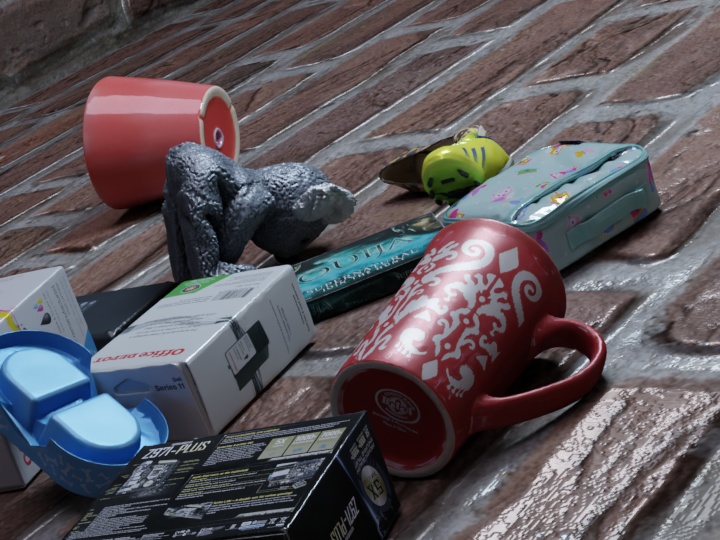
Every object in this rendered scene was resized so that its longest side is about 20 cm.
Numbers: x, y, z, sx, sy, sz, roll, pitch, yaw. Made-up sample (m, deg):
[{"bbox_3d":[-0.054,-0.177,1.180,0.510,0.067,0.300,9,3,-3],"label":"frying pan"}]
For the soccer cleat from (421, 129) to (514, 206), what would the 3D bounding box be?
[{"bbox_3d":[0.112,-0.111,1.671,0.064,0.084,0.200,-15,-13,24],"label":"soccer cleat"}]

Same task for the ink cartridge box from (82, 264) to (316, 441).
[{"bbox_3d":[-0.157,0.081,1.518,0.146,0.083,0.200,-8,22,34],"label":"ink cartridge box"}]

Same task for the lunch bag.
[{"bbox_3d":[0.194,-0.064,1.572,0.200,0.077,0.160,-32,21,-30],"label":"lunch bag"}]

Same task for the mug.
[{"bbox_3d":[0.084,0.060,1.251,0.177,0.134,0.200,-9,24,36],"label":"mug"}]

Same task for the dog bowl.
[{"bbox_3d":[-0.259,0.128,1.400,0.200,0.050,0.111,35,35,27],"label":"dog bowl"}]

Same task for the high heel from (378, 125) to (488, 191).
[{"bbox_3d":[0.085,-0.120,1.844,0.142,0.072,0.200,-12,1,6],"label":"high heel"}]

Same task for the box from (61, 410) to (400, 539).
[{"bbox_3d":[-0.095,0.188,1.132,0.199,0.087,0.164,-12,20,24],"label":"box"}]

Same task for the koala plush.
[{"bbox_3d":[-0.114,-0.070,1.807,0.199,0.185,0.177,-13,15,-19],"label":"koala plush"}]

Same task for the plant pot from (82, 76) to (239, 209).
[{"bbox_3d":[-0.283,-0.191,2.315,0.176,0.202,0.201,-2,23,19],"label":"plant pot"}]

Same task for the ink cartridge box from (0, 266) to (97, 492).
[{"bbox_3d":[-0.368,0.112,1.554,0.145,0.147,0.200,-12,20,22],"label":"ink cartridge box"}]

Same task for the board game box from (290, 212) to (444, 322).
[{"bbox_3d":[0.000,0.000,1.676,0.199,0.028,0.135,-21,19,-2],"label":"board game box"}]

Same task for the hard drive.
[{"bbox_3d":[-0.319,0.065,1.824,0.199,0.033,0.140,-9,21,32],"label":"hard drive"}]
